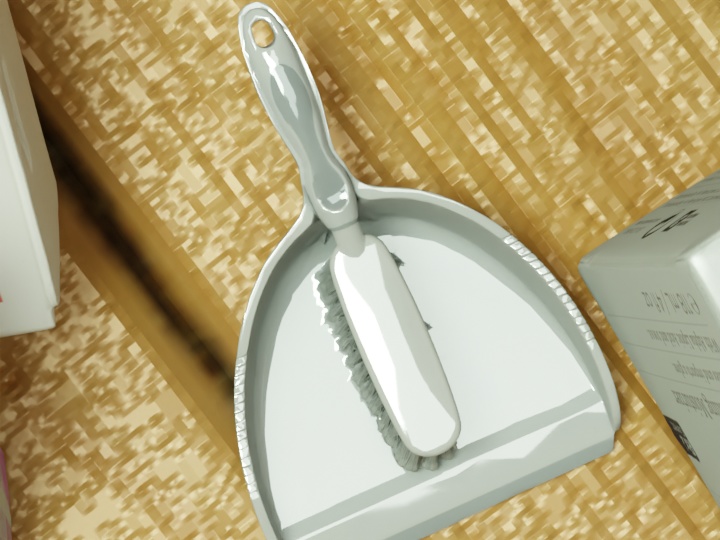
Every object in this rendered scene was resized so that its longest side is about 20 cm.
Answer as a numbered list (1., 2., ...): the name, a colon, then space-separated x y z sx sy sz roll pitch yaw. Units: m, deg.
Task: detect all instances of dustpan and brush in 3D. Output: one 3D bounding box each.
1. dustpan and brush: 0.000 0.000 0.773 0.139 0.057 0.201 -24 91 -3

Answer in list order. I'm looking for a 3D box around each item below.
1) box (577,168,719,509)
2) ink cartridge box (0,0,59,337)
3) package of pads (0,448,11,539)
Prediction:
1. box: 0.199 0.001 0.716 0.199 0.199 0.131 -32 91 -3
2. ink cartridge box: -0.209 -0.043 0.711 0.198 0.084 0.146 -10 127 0
3. package of pads: -0.184 0.062 0.690 0.119 0.200 0.076 -7 67 -3
